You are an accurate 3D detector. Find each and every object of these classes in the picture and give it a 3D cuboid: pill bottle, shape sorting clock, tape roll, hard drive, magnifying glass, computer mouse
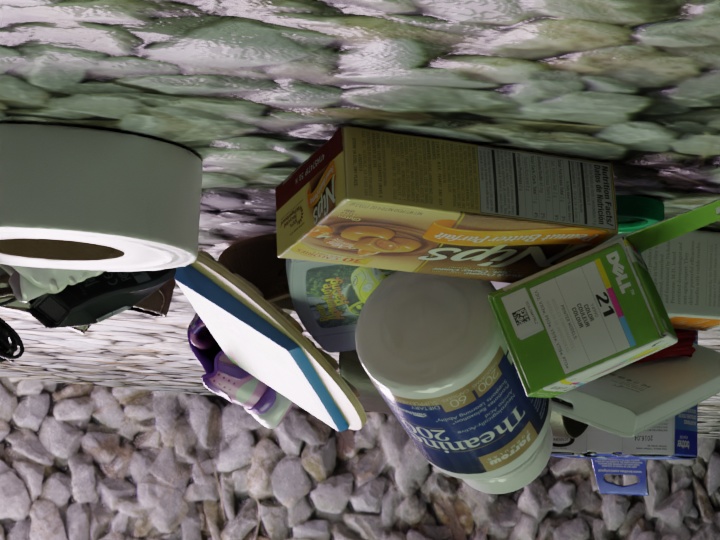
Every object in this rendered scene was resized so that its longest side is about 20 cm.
[{"bbox_3d":[0.078,0.087,1.512,0.111,0.111,0.200,-1,149,23],"label":"pill bottle"},{"bbox_3d":[-0.070,0.052,1.593,0.200,0.039,0.200,36,165,11],"label":"shape sorting clock"},{"bbox_3d":[-0.209,-0.047,1.404,0.202,0.071,0.202,2,172,0],"label":"tape roll"},{"bbox_3d":[0.211,0.084,1.666,0.132,0.026,0.200,19,-161,30],"label":"hard drive"},{"bbox_3d":[0.131,-0.039,1.528,0.199,0.022,0.080,0,172,28],"label":"magnifying glass"},{"bbox_3d":[-0.249,-0.004,1.629,0.200,0.140,0.046,-29,155,-32],"label":"computer mouse"}]

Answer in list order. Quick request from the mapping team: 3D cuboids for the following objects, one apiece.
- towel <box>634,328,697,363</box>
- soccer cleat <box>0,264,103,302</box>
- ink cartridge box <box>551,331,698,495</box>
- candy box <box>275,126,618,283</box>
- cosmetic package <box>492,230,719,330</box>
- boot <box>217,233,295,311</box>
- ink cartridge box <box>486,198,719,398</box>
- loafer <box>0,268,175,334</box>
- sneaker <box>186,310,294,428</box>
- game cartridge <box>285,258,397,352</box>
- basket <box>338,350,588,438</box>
[{"bbox_3d":[0.168,0.037,1.716,0.144,0.023,0.200,-5,-158,-40],"label":"towel"},{"bbox_3d":[-0.227,-0.015,1.579,0.199,0.087,0.070,5,172,-17],"label":"soccer cleat"},{"bbox_3d":[0.237,0.104,1.871,0.136,0.201,0.076,-1,171,29],"label":"ink cartridge box"},{"bbox_3d":[0.056,-0.040,1.350,0.199,0.056,0.115,6,160,-25],"label":"candy box"},{"bbox_3d":[0.203,0.004,1.628,0.199,0.072,0.101,5,173,-11],"label":"cosmetic package"},{"bbox_3d":[0.000,0.000,1.675,0.200,0.073,0.155,-13,167,43],"label":"boot"},{"bbox_3d":[0.199,0.015,1.392,0.199,0.076,0.148,-23,172,10],"label":"ink cartridge box"},{"bbox_3d":[-0.258,0.022,1.826,0.199,0.071,0.073,-5,176,-10],"label":"loafer"},{"bbox_3d":[-0.108,0.045,1.759,0.088,0.200,0.081,18,123,-24],"label":"sneaker"},{"bbox_3d":[0.013,0.001,1.513,0.133,0.041,0.200,-5,151,5],"label":"game cartridge"},{"bbox_3d":[0.109,0.077,1.825,0.199,0.137,0.180,10,-169,24],"label":"basket"}]
